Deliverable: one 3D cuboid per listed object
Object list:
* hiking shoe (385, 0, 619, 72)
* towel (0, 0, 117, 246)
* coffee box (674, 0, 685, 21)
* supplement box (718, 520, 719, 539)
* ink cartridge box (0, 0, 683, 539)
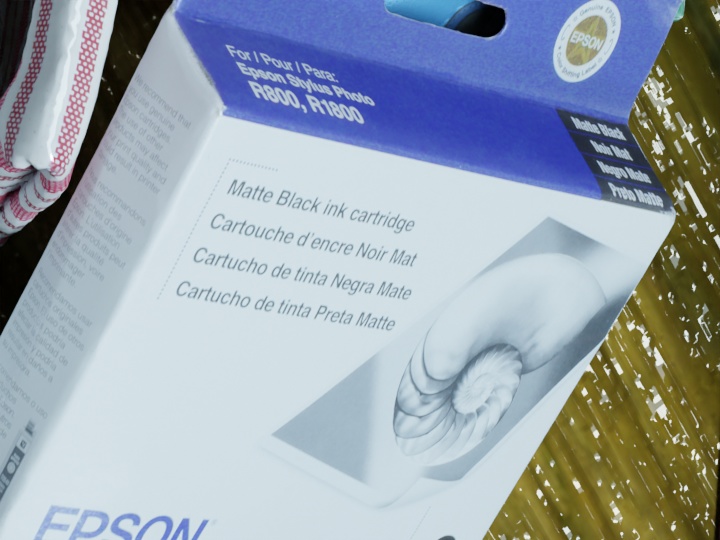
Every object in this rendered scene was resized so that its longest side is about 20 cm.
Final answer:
[{"bbox_3d":[-0.020,-0.056,0.794,0.200,0.074,0.087,-44,129,-8],"label":"hiking shoe"},{"bbox_3d":[-0.085,-0.083,0.713,0.030,0.200,0.147,12,81,-13],"label":"towel"},{"bbox_3d":[0.011,-0.142,0.855,0.200,0.044,0.123,0,89,-28],"label":"coffee box"},{"bbox_3d":[0.239,0.057,0.918,0.200,0.133,0.198,6,85,-28],"label":"supplement box"},{"bbox_3d":[0.000,0.000,0.756,0.199,0.041,0.200,8,115,-48],"label":"ink cartridge box"}]
